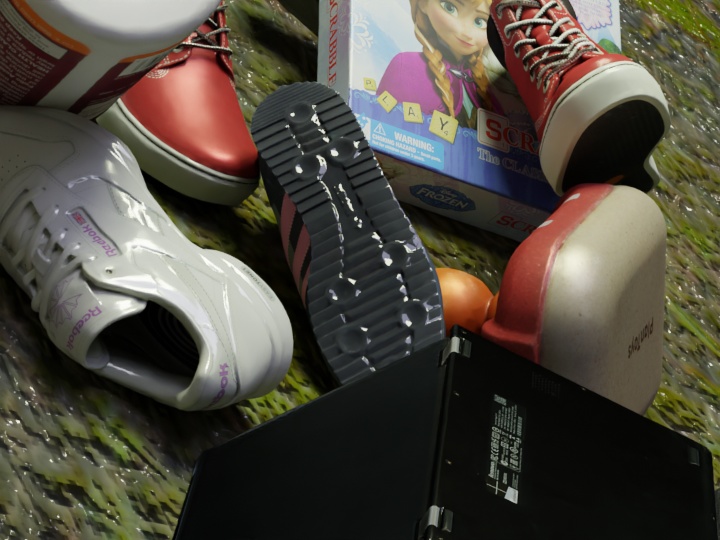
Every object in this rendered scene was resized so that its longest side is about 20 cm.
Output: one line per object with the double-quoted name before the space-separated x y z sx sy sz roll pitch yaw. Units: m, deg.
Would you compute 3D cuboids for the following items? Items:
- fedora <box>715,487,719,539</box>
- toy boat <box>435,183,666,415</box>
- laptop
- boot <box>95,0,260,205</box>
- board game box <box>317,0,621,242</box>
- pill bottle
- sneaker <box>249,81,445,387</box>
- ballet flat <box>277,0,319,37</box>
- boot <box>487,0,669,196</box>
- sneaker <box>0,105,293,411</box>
"fedora" 0.198 0.149 1.234 0.200 0.092 0.201 25 24 -12
"toy boat" 0.083 0.026 1.340 0.131 0.131 0.200 7 18 18
"laptop" 0.033 0.117 1.068 0.200 0.116 0.187 25 25 -6
"boot" -0.088 -0.140 1.401 0.072 0.144 0.200 11 32 -40
"board game box" 0.068 -0.122 1.566 0.200 0.041 0.200 18 55 -27
"pill bottle" -0.144 -0.131 1.238 0.114 0.200 0.114 6 74 -24
"sneaker" 0.000 0.000 1.333 0.070 0.082 0.200 -16 58 -1
"ballet flat" 0.016 -0.142 1.616 0.200 0.064 0.067 46 68 -5
"boot" 0.109 -0.116 1.447 0.200 0.072 0.144 66 -2 -78
"sneaker" -0.123 -0.008 1.190 0.200 0.075 0.100 36 23 11
